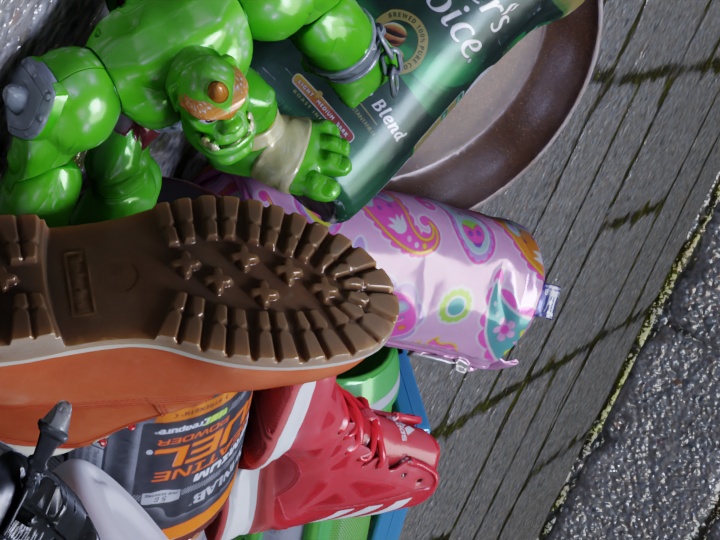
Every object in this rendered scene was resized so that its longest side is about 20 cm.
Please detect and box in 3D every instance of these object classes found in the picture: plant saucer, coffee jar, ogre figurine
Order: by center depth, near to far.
[{"bbox_3d":[-0.076,-0.068,1.154,0.120,0.199,0.098,80,-5,-55],"label":"ogre figurine"},{"bbox_3d":[0.026,-0.123,1.316,0.200,0.104,0.085,-44,-174,-10],"label":"coffee jar"},{"bbox_3d":[0.029,-0.108,1.433,0.199,0.035,0.201,-17,131,-21],"label":"plant saucer"}]

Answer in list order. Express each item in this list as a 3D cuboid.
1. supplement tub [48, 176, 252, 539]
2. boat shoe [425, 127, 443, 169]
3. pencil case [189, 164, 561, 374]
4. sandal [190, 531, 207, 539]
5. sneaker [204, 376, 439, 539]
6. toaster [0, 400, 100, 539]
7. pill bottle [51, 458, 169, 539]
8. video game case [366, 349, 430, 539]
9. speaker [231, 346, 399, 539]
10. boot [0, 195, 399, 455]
[{"bbox_3d":[-0.102,0.057,1.291,0.107,0.107,0.200,-52,165,-37],"label":"supplement tub"},{"bbox_3d":[0.017,-0.120,1.501,0.071,0.072,0.201,-99,-168,-53],"label":"boat shoe"},{"bbox_3d":[0.000,0.000,1.417,0.199,0.087,0.088,11,111,-37],"label":"pencil case"},{"bbox_3d":[-0.108,0.127,1.505,0.079,0.059,0.208,15,88,-86],"label":"sandal"},{"bbox_3d":[-0.012,0.066,1.376,0.200,0.115,0.079,121,-41,-61],"label":"sneaker"},{"bbox_3d":[-0.187,0.130,1.067,0.201,0.118,0.181,-60,168,-10],"label":"toaster"},{"bbox_3d":[-0.162,0.184,1.214,0.200,0.112,0.111,-40,168,3],"label":"pill bottle"},{"bbox_3d":[-0.004,0.057,1.604,0.144,0.018,0.201,106,-24,-47],"label":"video game case"},{"bbox_3d":[-0.031,0.111,1.523,0.088,0.088,0.201,-48,156,-47],"label":"speaker"},{"bbox_3d":[-0.086,0.029,1.137,0.107,0.199,0.075,99,-11,-54],"label":"boot"}]
